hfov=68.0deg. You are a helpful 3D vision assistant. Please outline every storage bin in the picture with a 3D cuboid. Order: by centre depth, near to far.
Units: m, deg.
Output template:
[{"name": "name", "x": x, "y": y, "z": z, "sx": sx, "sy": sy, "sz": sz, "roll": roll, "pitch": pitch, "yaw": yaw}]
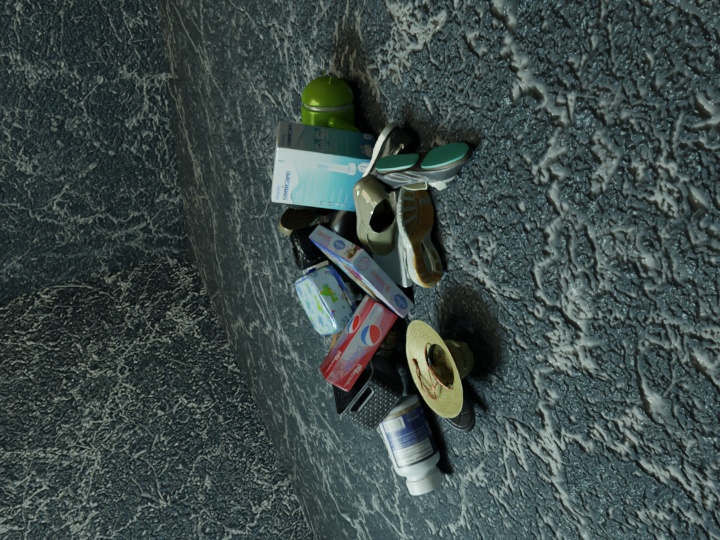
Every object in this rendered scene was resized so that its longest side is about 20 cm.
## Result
[{"name": "storage bin", "x": 0.011, "y": 0.254, "z": 1.240, "sx": 0.136, "sy": 0.093, "sz": 0.200, "roll": -53, "pitch": 19, "yaw": 13}]

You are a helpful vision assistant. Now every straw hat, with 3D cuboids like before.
[{"name": "straw hat", "x": 0.167, "y": 0.172, "z": 1.009, "sx": 0.201, "sy": 0.084, "sz": 0.203, "roll": 51, "pitch": 151, "yaw": 44}]

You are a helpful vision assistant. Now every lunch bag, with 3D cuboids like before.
[{"name": "lunch bag", "x": -0.087, "y": 0.070, "z": 1.297, "sx": 0.162, "sy": 0.082, "sz": 0.200, "roll": 61, "pitch": 160, "yaw": -2}]

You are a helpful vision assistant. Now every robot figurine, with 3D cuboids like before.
[{"name": "robot figurine", "x": -0.069, "y": -0.320, "z": 1.147, "sx": 0.176, "sy": 0.114, "sz": 0.203, "roll": -122, "pitch": 27, "yaw": -54}]

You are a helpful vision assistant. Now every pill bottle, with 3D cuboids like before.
[{"name": "pill bottle", "x": 0.116, "y": 0.398, "z": 1.225, "sx": 0.111, "sy": 0.110, "sz": 0.203, "roll": -35, "pitch": 74, "yaw": 64}]

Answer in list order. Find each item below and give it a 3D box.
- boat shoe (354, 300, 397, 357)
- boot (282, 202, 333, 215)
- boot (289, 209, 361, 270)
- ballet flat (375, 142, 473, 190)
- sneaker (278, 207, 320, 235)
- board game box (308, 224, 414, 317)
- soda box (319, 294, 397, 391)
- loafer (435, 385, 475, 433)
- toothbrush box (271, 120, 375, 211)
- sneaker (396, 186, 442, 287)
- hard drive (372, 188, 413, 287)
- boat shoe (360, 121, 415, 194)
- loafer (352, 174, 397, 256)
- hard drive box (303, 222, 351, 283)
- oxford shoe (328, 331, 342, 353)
[{"name": "boat shoe", "x": 0.037, "y": 0.121, "z": 1.280, "sx": 0.200, "sy": 0.071, "sz": 0.069, "roll": 50, "pitch": 121, "yaw": 49}, {"name": "boot", "x": -0.134, "y": -0.212, "z": 1.258, "sx": 0.069, "sy": 0.199, "sz": 0.134, "roll": -22, "pitch": 71, "yaw": 24}, {"name": "boot", "x": -0.080, "y": -0.100, "z": 1.245, "sx": 0.077, "sy": 0.166, "sz": 0.202, "roll": 51, "pitch": 147, "yaw": 45}, {"name": "ballet flat", "x": 0.114, "y": -0.171, "z": 0.912, "sx": 0.198, "sy": 0.073, "sz": 0.074, "roll": 1, "pitch": 108, "yaw": 43}, {"name": "sneaker", "x": -0.143, "y": -0.129, "z": 1.342, "sx": 0.067, "sy": 0.201, "sz": 0.090, "roll": 32, "pitch": 136, "yaw": 5}, {"name": "board game box", "x": 0.000, "y": 0.000, "z": 1.168, "sx": 0.200, "sy": 0.041, "sz": 0.199, "roll": 46, "pitch": 172, "yaw": -35}, {"name": "soda box", "x": -0.006, "y": 0.160, "z": 1.178, "sx": 0.202, "sy": 0.070, "sz": 0.063, "roll": -58, "pitch": 25, "yaw": 1}, {"name": "loafer", "x": 0.173, "y": 0.250, "z": 1.085, "sx": 0.200, "sy": 0.072, "sz": 0.063, "roll": 51, "pitch": 176, "yaw": 45}, {"name": "toothbrush box", "x": -0.079, "y": -0.209, "z": 1.096, "sx": 0.147, "sy": 0.197, "sz": 0.086, "roll": 108, "pitch": 163, "yaw": -50}, {"name": "sneaker", "x": 0.096, "y": -0.068, "z": 1.016, "sx": 0.087, "sy": 0.075, "sz": 0.203, "roll": -167, "pitch": 67, "yaw": -69}, {"name": "hard drive", "x": 0.059, "y": -0.077, "z": 1.143, "sx": 0.131, "sy": 0.026, "sz": 0.203, "roll": 23, "pitch": 126, "yaw": 59}, {"name": "boat shoe", "x": 0.045, "y": -0.182, "z": 1.026, "sx": 0.060, "sy": 0.075, "sz": 0.201, "roll": 39, "pitch": 137, "yaw": 18}, {"name": "loafer", "x": 0.033, "y": -0.090, "z": 1.026, "sx": 0.068, "sy": 0.075, "sz": 0.201, "roll": 51, "pitch": 168, "yaw": 39}, {"name": "hard drive box", "x": -0.097, "y": -0.045, "z": 1.425, "sx": 0.199, "sy": 0.076, "sz": 0.158, "roll": 0, "pitch": 106, "yaw": 64}, {"name": "oxford shoe", "x": -0.049, "y": 0.196, "z": 1.515, "sx": 0.201, "sy": 0.070, "sz": 0.072, "roll": 113, "pitch": 162, "yaw": -54}]
